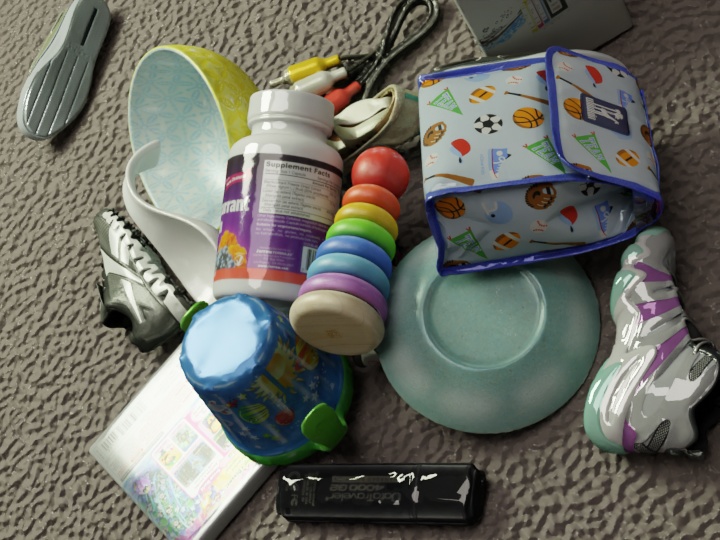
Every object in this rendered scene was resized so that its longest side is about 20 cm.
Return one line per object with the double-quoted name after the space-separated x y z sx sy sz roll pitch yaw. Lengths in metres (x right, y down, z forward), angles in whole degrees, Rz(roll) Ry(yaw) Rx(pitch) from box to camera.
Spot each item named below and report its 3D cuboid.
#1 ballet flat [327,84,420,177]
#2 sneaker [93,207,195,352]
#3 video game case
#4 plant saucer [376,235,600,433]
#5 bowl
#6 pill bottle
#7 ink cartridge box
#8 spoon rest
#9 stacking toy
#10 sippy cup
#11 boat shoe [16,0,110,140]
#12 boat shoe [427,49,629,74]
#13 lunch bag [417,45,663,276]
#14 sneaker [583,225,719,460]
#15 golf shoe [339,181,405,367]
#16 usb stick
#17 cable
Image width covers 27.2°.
-0.021 -0.132 1.486 0.200 0.062 0.068 -29 56 30 "ballet flat"
-0.245 0.012 1.554 0.090 0.066 0.200 -41 53 -1 "sneaker"
-0.149 0.152 1.443 0.200 0.024 0.182 -49 51 -5 "video game case"
0.109 0.041 1.306 0.201 0.039 0.201 -3 67 7 "plant saucer"
-0.145 -0.141 1.546 0.108 0.200 0.200 -17 38 -36 "bowl"
-0.075 -0.064 1.411 0.111 0.111 0.200 0 78 30 "pill bottle"
0.148 -0.304 1.425 0.144 0.200 0.147 -27 52 9 "ink cartridge box"
-0.184 -0.041 1.494 0.061 0.099 0.200 -20 61 -29 "spoon rest"
-0.001 -0.027 1.343 0.085 0.085 0.200 -5 52 28 "stacking toy"
-0.093 0.090 1.349 0.178 0.130 0.140 -4 61 26 "sippy cup"
-0.356 -0.238 1.777 0.062 0.072 0.200 -13 49 53 "boat shoe"
0.154 -0.179 1.408 0.200 0.069 0.057 -4 26 -4 "boat shoe"
0.154 -0.101 1.296 0.200 0.124 0.170 -6 47 7 "lunch bag"
0.274 0.062 1.224 0.140 0.078 0.200 6 73 29 "sneaker"
0.000 0.000 1.414 0.092 0.073 0.200 -30 51 10 "golf shoe"
0.016 0.197 1.315 0.200 0.033 0.056 -4 68 28 "usb stick"
0.007 -0.214 1.550 0.200 0.050 0.097 -36 67 4 "cable"
